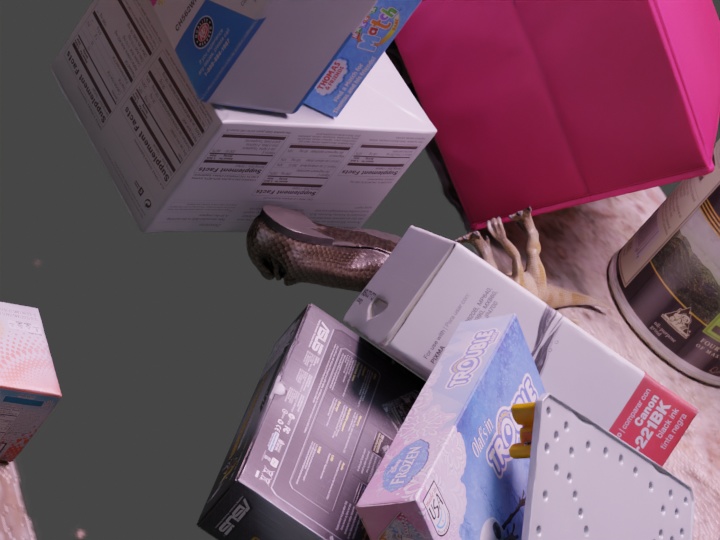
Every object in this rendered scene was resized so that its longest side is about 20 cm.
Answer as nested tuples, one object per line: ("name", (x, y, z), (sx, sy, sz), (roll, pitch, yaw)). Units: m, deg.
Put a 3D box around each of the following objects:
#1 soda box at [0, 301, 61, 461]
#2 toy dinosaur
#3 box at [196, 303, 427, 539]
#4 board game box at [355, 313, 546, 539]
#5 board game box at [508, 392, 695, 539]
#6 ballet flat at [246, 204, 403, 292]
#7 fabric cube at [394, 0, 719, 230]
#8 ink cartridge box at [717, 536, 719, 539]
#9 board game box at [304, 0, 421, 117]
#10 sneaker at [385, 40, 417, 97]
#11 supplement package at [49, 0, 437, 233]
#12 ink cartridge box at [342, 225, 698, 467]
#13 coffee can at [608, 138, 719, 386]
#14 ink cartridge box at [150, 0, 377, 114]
("soda box", (-0.266, 0.049, 1.307), (0.200, 0.064, 0.068), (12, 42, -37))
("toy dinosaur", (0.117, 0.011, 1.753), (0.101, 0.058, 0.200), (67, 22, 4))
("box", (-0.002, 0.128, 1.486), (0.158, 0.048, 0.200), (35, 33, -10))
("board game box", (0.080, 0.161, 1.425), (0.199, 0.043, 0.200), (67, 30, -23))
("board game box", (0.137, 0.197, 1.424), (0.200, 0.026, 0.201), (34, 58, -50))
("ballet flat", (0.000, 0.000, 1.656), (0.200, 0.046, 0.067), (14, 18, -42))
("fabric cube", (0.153, -0.180, 1.805), (0.196, 0.200, 0.200), (-69, 140, -57))
("ink cartridge box", (0.306, 0.179, 1.640), (0.083, 0.147, 0.200), (44, 32, 7))
("board game box", (0.002, -0.222, 1.612), (0.037, 0.151, 0.200), (22, 36, -22))
("sneaker", (-0.005, -0.199, 1.842), (0.199, 0.076, 0.114), (34, 27, -30))
("supplement package", (-0.080, -0.117, 1.646), (0.200, 0.111, 0.156), (0, 49, -45))
("ink cartridge box", (0.101, 0.061, 1.576), (0.200, 0.084, 0.144), (34, -1, -12))
("coffee can", (0.306, -0.029, 1.842), (0.146, 0.200, 0.147), (26, 35, -20))
("ink cartridge box", (-0.075, -0.223, 1.543), (0.085, 0.145, 0.200), (4, 46, -40))
